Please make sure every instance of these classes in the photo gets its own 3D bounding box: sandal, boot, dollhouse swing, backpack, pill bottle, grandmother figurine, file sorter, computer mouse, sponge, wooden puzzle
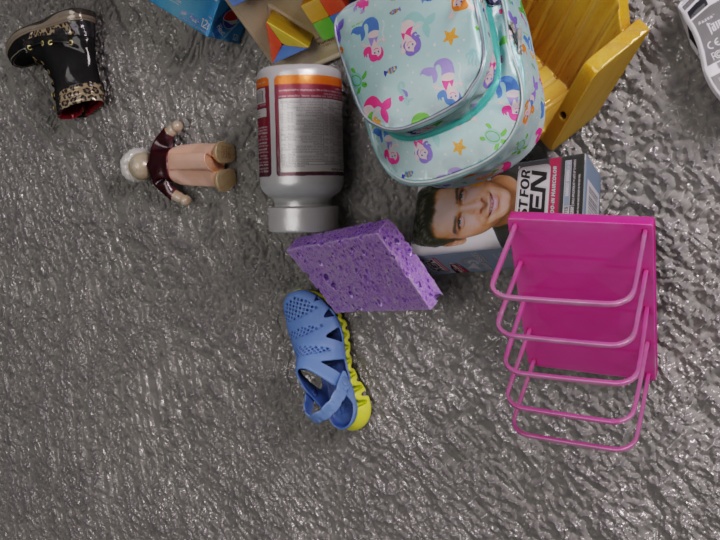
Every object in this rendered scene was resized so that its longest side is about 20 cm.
[{"bbox_3d":[-0.054,0.118,1.031,0.079,0.087,0.202,-32,77,33],"label":"sandal"},{"bbox_3d":[-0.492,-0.321,1.278,0.198,0.073,0.153,-13,89,28],"label":"boot"},{"bbox_3d":[0.134,-0.221,0.803,0.201,0.175,0.182,52,155,18],"label":"dollhouse swing"},{"bbox_3d":[0.076,-0.180,0.741,0.176,0.150,0.202,-17,89,28],"label":"backpack"},{"bbox_3d":[-0.075,-0.151,0.999,0.108,0.109,0.203,3,97,33],"label":"pill bottle"},{"bbox_3d":[-0.275,-0.158,1.161,0.198,0.060,0.123,2,88,30],"label":"grandmother figurine"},{"bbox_3d":[0.209,0.063,0.771,0.137,0.126,0.202,4,130,27],"label":"file sorter"},{"bbox_3d":[0.344,-0.243,0.757,0.109,0.044,0.202,-23,77,28],"label":"computer mouse"},{"bbox_3d":[0.000,0.000,0.945,0.199,0.030,0.112,-6,126,55],"label":"sponge"},{"bbox_3d":[-0.088,-0.338,0.965,0.184,0.047,0.201,-12,128,34],"label":"wooden puzzle"}]

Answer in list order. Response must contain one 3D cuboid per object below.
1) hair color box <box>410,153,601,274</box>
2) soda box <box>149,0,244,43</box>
[{"bbox_3d":[0.157,-0.058,0.868,0.198,0.060,0.100,-5,67,34],"label":"hair color box"},{"bbox_3d":[-0.247,-0.393,1.108,0.199,0.068,0.065,37,113,25],"label":"soda box"}]
